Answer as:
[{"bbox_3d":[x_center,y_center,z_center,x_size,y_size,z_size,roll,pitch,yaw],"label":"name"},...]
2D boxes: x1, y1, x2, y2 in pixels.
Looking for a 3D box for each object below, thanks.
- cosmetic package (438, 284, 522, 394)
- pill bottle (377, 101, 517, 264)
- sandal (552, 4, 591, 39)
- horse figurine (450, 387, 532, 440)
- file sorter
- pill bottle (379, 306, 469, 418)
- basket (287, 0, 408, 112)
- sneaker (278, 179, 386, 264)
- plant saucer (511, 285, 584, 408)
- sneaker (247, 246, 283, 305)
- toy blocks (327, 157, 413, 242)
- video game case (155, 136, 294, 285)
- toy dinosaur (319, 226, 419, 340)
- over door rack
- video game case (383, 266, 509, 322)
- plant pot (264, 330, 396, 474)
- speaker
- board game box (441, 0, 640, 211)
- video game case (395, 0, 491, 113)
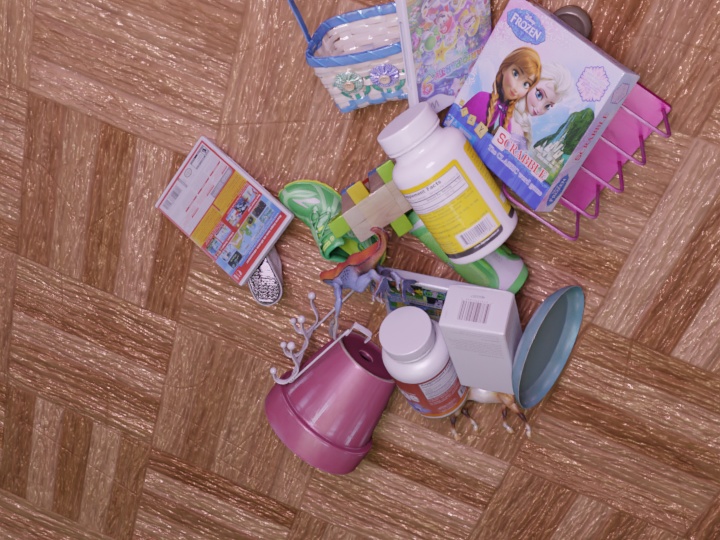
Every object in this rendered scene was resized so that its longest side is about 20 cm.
[{"bbox_3d":[0.188,0.107,1.270,0.101,0.075,0.201,9,151,22],"label":"cosmetic package"},{"bbox_3d":[0.111,-0.116,1.112,0.111,0.112,0.201,-27,110,28],"label":"pill bottle"},{"bbox_3d":[0.236,-0.264,1.142,0.080,0.054,0.201,33,122,-7],"label":"sandal"},{"bbox_3d":[0.209,0.218,1.432,0.198,0.050,0.134,-7,105,27],"label":"horse figurine"},{"bbox_3d":[0.300,-0.162,1.141,0.138,0.126,0.201,33,123,-4],"label":"file sorter"},{"bbox_3d":[0.099,0.145,1.347,0.111,0.113,0.201,-6,144,20],"label":"pill bottle"},{"bbox_3d":[0.008,-0.323,1.127,0.174,0.140,0.201,-9,125,20],"label":"basket"},{"bbox_3d":[-0.044,-0.068,1.325,0.199,0.084,0.074,38,123,-6],"label":"sneaker"},{"bbox_3d":[0.279,0.112,1.278,0.027,0.199,0.202,25,127,30],"label":"plant saucer"},{"bbox_3d":[-0.178,-0.041,1.394,0.072,0.085,0.202,-16,92,3],"label":"sneaker"},{"bbox_3d":[0.046,-0.123,1.240,0.199,0.137,0.100,-33,108,10],"label":"toy blocks"},{"bbox_3d":[-0.218,-0.095,1.342,0.200,0.017,0.143,41,105,11],"label":"video game case"},{"bbox_3d":[0.000,0.000,1.252,0.181,0.104,0.202,24,123,46],"label":"toy dinosaur"},{"bbox_3d":[-0.060,0.087,1.384,0.199,0.148,0.067,-31,113,30],"label":"over door rack"},{"bbox_3d":[0.135,0.067,1.331,0.198,0.022,0.183,12,151,15],"label":"video game case"},{"bbox_3d":[-0.035,0.210,1.432,0.199,0.200,0.180,36,108,-6],"label":"plant pot"},{"bbox_3d":[0.158,-0.039,1.280,0.200,0.089,0.088,40,122,-8],"label":"speaker"},{"bbox_3d":[0.220,-0.215,1.079,0.200,0.041,0.201,48,123,32],"label":"board game box"},{"bbox_3d":[0.112,-0.306,1.090,0.018,0.143,0.201,39,153,39],"label":"video game case"}]
